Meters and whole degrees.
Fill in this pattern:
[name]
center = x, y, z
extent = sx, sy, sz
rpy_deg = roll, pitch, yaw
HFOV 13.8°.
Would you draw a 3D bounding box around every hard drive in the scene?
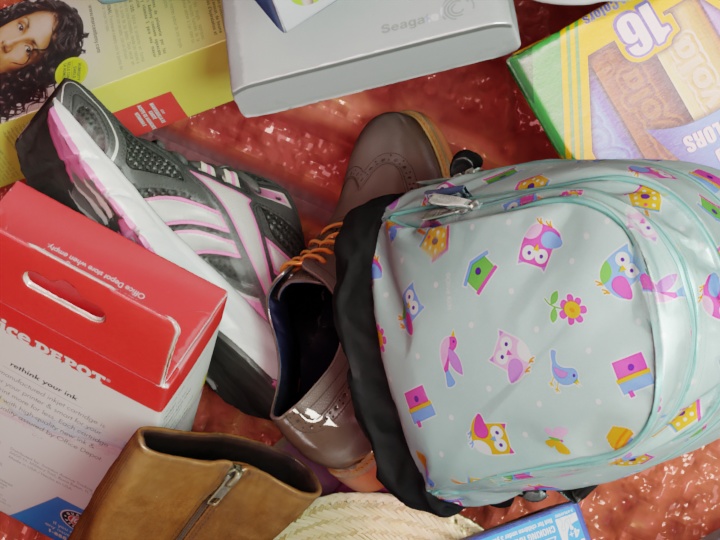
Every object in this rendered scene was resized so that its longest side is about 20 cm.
[hard drive]
center = -0.004, -0.171, 1.395
extent = 0.132, 0.026, 0.200
rpy_deg = -13, 55, 8

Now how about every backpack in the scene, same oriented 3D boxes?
[backpack]
center = 0.088, 0.027, 1.271
extent = 0.200, 0.127, 0.167
rpy_deg = -12, 96, 40

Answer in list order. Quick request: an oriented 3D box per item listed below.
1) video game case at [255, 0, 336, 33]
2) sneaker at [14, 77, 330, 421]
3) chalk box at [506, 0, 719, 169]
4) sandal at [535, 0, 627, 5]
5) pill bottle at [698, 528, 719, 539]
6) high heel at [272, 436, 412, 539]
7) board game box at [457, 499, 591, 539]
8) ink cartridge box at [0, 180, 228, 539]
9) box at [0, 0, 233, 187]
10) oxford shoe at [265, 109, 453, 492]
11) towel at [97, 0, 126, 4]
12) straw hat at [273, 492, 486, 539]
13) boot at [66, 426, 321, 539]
[video game case]
center = -0.014, -0.224, 1.334
extent = 0.181, 0.045, 0.200
rpy_deg = -33, 55, -9
[sneaker]
center = -0.078, -0.021, 1.421
extent = 0.200, 0.080, 0.086
rpy_deg = 50, 64, -22
[chalk box]
center = 0.172, -0.038, 1.373
extent = 0.124, 0.124, 0.200
rpy_deg = -29, 85, 7
[sandal]
center = 0.096, -0.195, 1.352
extent = 0.079, 0.207, 0.059
rpy_deg = -4, 131, 4
[pill bottle]
center = 0.196, 0.220, 1.376
extent = 0.114, 0.114, 0.200
rpy_deg = -31, 86, 7
[high heel]
center = 0.053, 0.071, 1.419
extent = 0.200, 0.067, 0.096
rpy_deg = -41, 75, 21
[board game box]
center = 0.039, 0.227, 1.324
extent = 0.200, 0.041, 0.200
rpy_deg = -18, 86, -24
[ink cartridge box]
center = -0.134, 0.040, 1.386
extent = 0.116, 0.200, 0.067
rpy_deg = 28, 51, 7
[box]
center = -0.118, -0.104, 1.438
extent = 0.200, 0.050, 0.075
rpy_deg = -20, 55, 7
[oxford shoe]
center = 0.000, 0.000, 1.385
extent = 0.071, 0.073, 0.200
rpy_deg = -27, 44, 39
[towel]
center = -0.056, -0.224, 1.399
extent = 0.171, 0.048, 0.200
rpy_deg = -16, 55, 8
[straw hat]
center = 0.008, 0.208, 1.391
extent = 0.201, 0.085, 0.201
rpy_deg = 4, 110, 11
[boot]
center = -0.141, 0.145, 1.365
extent = 0.200, 0.188, 0.069
rpy_deg = -49, 40, 35
